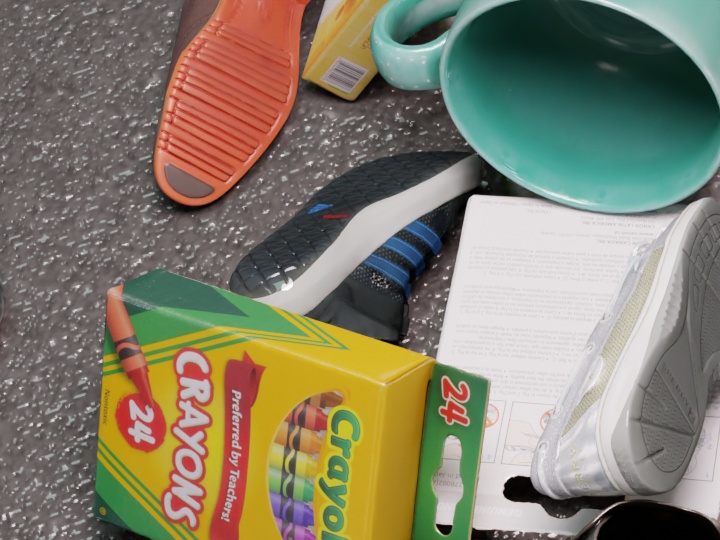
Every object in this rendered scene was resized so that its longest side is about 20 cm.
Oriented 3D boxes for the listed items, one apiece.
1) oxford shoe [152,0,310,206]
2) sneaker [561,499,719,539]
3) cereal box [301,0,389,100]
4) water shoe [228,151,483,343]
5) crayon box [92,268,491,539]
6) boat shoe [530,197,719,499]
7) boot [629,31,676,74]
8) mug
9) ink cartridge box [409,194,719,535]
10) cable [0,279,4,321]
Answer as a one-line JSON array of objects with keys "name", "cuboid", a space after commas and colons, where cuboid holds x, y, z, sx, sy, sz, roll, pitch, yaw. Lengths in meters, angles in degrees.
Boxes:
[{"name": "oxford shoe", "cuboid": [-0.075, -0.123, 1.577, 0.072, 0.071, 0.201, -16, 48, 59]}, {"name": "sneaker", "cuboid": [0.081, 0.162, 1.291, 0.199, 0.106, 0.075, -16, 52, 1]}, {"name": "cereal box", "cuboid": [0.031, -0.212, 1.563, 0.039, 0.144, 0.201, 24, 55, -14]}, {"name": "water shoe", "cuboid": [0.000, 0.000, 1.459, 0.071, 0.079, 0.200, 3, 26, 39]}, {"name": "crayon box", "cuboid": [-0.037, 0.087, 1.352, 0.199, 0.128, 0.051, 16, 22, 28]}, {"name": "boat shoe", "cuboid": [0.139, 0.036, 1.325, 0.064, 0.075, 0.202, -13, 32, 33]}, {"name": "boot", "cuboid": [0.123, -0.167, 1.544, 0.071, 0.201, 0.145, -5, 84, -38]}, {"name": "mug", "cuboid": [0.115, -0.130, 1.412, 0.184, 0.152, 0.115, 29, 51, -6]}, {"name": "ink cartridge box", "cuboid": [0.118, 0.056, 1.404, 0.160, 0.050, 0.201, 3, 59, 15]}, {"name": "cable", "cuboid": [-0.228, 0.071, 1.485, 0.097, 0.050, 0.201, -11, 63, -17]}]
